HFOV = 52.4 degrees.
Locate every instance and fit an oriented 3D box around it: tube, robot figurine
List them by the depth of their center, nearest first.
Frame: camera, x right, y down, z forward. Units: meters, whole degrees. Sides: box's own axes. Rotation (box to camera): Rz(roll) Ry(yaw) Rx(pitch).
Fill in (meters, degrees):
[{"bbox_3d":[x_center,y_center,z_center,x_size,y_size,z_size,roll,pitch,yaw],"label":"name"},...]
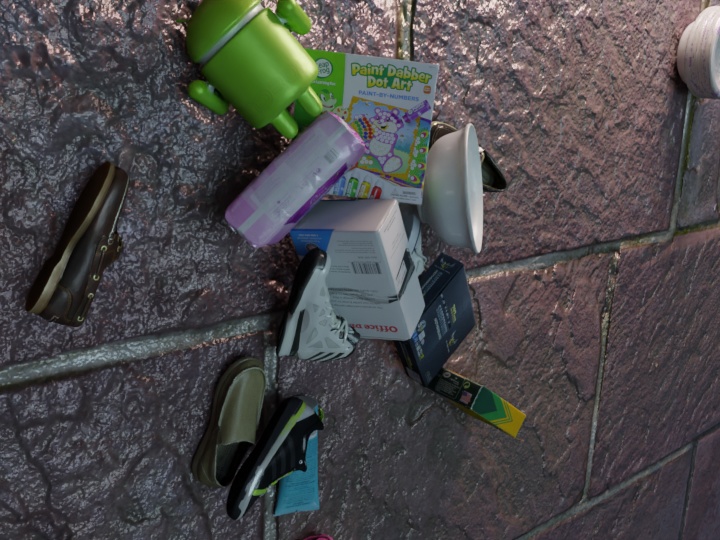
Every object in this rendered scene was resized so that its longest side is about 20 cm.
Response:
[{"bbox_3d":[-0.133,-0.261,0.914,0.175,0.116,0.200,-40,107,10],"label":"robot figurine"},{"bbox_3d":[-0.097,0.302,1.172,0.077,0.050,0.202,-1,107,-17],"label":"tube"}]

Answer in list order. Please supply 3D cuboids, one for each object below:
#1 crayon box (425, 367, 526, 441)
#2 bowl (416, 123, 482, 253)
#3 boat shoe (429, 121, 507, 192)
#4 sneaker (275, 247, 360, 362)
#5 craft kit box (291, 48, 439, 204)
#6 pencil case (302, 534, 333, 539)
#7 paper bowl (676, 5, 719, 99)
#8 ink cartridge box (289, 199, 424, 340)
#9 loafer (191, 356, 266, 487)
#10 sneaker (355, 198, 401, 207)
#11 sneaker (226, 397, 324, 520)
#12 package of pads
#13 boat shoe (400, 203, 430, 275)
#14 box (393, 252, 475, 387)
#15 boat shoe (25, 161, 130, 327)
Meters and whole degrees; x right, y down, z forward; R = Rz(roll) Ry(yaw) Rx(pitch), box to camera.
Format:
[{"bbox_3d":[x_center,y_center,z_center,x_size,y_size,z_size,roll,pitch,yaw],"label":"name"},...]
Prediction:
[{"bbox_3d":[0.221,0.249,1.371,0.200,0.127,0.051,37,78,-41],"label":"crayon box"},{"bbox_3d":[0.139,-0.126,1.152,0.201,0.090,0.203,-2,90,-74],"label":"bowl"},{"bbox_3d":[0.186,-0.193,1.254,0.199,0.065,0.074,25,86,-41],"label":"boat shoe"},{"bbox_3d":[-0.047,0.056,1.062,0.114,0.076,0.201,14,129,-11],"label":"sneaker"},{"bbox_3d":[0.001,-0.203,1.042,0.198,0.049,0.199,5,98,-4],"label":"craft kit box"},{"bbox_3d":[-0.059,0.548,1.247,0.094,0.090,0.201,-66,141,-54],"label":"pencil case"},{"bbox_3d":[0.795,-0.492,1.656,0.200,0.104,0.202,-12,110,-38],"label":"paper bowl"},{"bbox_3d":[0.000,0.000,1.080,0.084,0.144,0.201,-59,142,-44],"label":"ink cartridge box"},{"bbox_3d":[-0.179,0.225,1.064,0.076,0.067,0.201,15,94,-44],"label":"loafer"},{"bbox_3d":[0.036,-0.120,1.122,0.067,0.090,0.201,24,82,-6],"label":"sneaker"},{"bbox_3d":[-0.115,0.279,1.062,0.083,0.072,0.201,37,66,-12],"label":"sneaker"},{"bbox_3d":[-0.083,-0.119,0.970,0.200,0.121,0.076,-44,93,7],"label":"package of pads"},{"bbox_3d":[0.078,-0.010,1.210,0.086,0.074,0.204,5,102,-40],"label":"boat shoe"},{"bbox_3d":[0.126,0.089,1.257,0.158,0.051,0.200,-49,148,-20],"label":"box"},{"bbox_3d":[-0.322,-0.029,0.873,0.070,0.070,0.201,27,93,-34],"label":"boat shoe"}]
